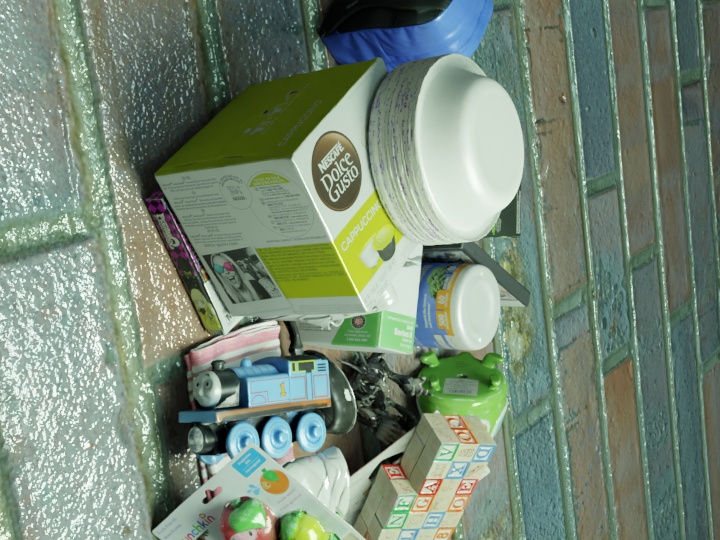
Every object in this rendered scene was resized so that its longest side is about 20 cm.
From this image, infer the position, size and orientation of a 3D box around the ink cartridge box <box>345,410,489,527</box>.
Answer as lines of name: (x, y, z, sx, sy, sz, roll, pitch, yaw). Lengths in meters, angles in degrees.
ink cartridge box: (0.055, 0.277, 1.352, 0.199, 0.045, 0.177, -37, 131, 2)

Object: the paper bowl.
paper bowl: (0.104, -0.131, 1.082, 0.200, 0.103, 0.204, 7, 81, -55)

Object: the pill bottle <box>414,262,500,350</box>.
pill bottle: (0.077, 0.046, 1.347, 0.111, 0.198, 0.114, -1, 92, -53)

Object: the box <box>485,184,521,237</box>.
box: (0.123, -0.108, 1.446, 0.199, 0.147, 0.126, -3, 94, -53)

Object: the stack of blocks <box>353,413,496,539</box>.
stack of blocks: (0.081, 0.282, 1.300, 0.114, 0.059, 0.202, 6, 120, -29)

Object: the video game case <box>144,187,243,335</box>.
video game case: (-0.145, -0.054, 1.189, 0.200, 0.035, 0.183, -47, 126, -42)

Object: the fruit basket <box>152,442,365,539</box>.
fruit basket: (-0.102, 0.302, 1.087, 0.200, 0.185, 0.094, 40, 26, -16)

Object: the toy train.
toy train: (-0.117, 0.157, 1.154, 0.199, 0.086, 0.116, 1, 82, -47)

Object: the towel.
towel: (-0.139, 0.173, 1.206, 0.146, 0.030, 0.203, -20, 106, -50)

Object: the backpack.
backpack: (0.078, -0.337, 1.344, 0.168, 0.198, 0.164, 42, 58, -44)

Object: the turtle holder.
turtle holder: (0.144, 0.194, 1.510, 0.139, 0.185, 0.133, -8, 111, -18)

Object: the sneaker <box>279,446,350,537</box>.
sneaker: (-0.063, 0.309, 1.180, 0.098, 0.078, 0.203, -4, 96, -15)

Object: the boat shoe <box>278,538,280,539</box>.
boat shoe: (-0.110, 0.320, 1.211, 0.199, 0.072, 0.073, -26, 110, -49)

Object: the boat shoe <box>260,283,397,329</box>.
boat shoe: (-0.044, 0.039, 1.184, 0.066, 0.199, 0.074, 58, 45, -21)

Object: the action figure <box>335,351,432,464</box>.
action figure: (0.041, 0.185, 1.384, 0.119, 0.101, 0.201, -49, 130, -25)

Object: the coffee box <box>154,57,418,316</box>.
coffee box: (-0.061, -0.088, 1.106, 0.200, 0.198, 0.199, -53, 128, -40)

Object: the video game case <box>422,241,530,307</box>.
video game case: (0.116, 0.003, 1.412, 0.200, 0.179, 0.026, 36, 62, -46)

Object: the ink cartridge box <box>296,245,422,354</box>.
ink cartridge box: (0.000, 0.000, 1.289, 0.084, 0.145, 0.203, 16, 78, -50)

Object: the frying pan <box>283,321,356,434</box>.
frying pan: (-0.059, 0.119, 1.243, 0.031, 0.114, 0.192, -27, 111, -39)
